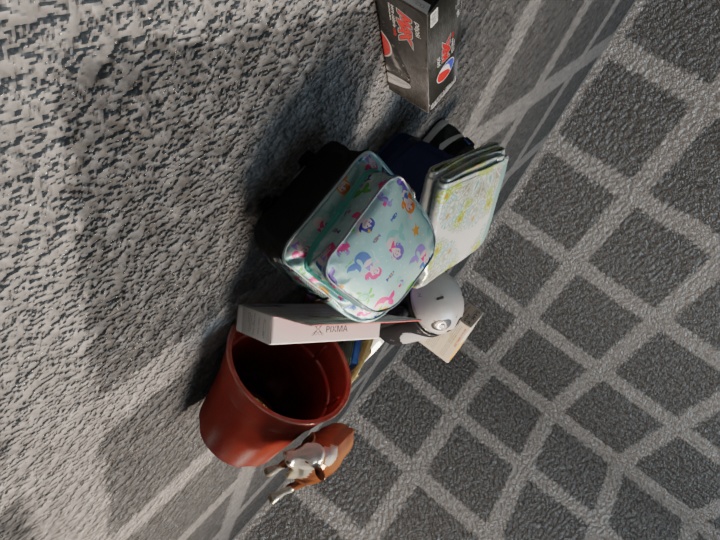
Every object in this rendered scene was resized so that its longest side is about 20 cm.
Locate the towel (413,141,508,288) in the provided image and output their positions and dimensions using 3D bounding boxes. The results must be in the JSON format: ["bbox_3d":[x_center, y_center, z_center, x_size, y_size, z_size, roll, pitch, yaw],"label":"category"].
[{"bbox_3d":[0.145,-0.085,0.814,0.171,0.048,0.200,-28,139,-36],"label":"towel"}]

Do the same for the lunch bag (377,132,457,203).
[{"bbox_3d":[0.065,-0.119,0.840,0.200,0.132,0.136,-48,149,-17],"label":"lunch bag"}]

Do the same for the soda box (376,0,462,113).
[{"bbox_3d":[0.068,-0.263,0.602,0.063,0.071,0.200,-52,167,-5],"label":"soda box"}]

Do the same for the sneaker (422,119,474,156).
[{"bbox_3d":[0.134,-0.173,0.967,0.200,0.112,0.073,-51,166,-6],"label":"sneaker"}]

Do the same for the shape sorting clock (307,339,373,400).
[{"bbox_3d":[-0.031,0.155,0.920,0.200,0.039,0.200,-47,-162,21],"label":"shape sorting clock"}]

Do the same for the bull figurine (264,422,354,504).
[{"bbox_3d":[-0.073,0.276,0.777,0.121,0.065,0.200,-32,166,15],"label":"bull figurine"}]

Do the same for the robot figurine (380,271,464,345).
[{"bbox_3d":[0.097,0.072,0.986,0.200,0.125,0.150,-22,-148,43],"label":"robot figurine"}]

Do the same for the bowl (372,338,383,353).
[{"bbox_3d":[-0.023,0.142,1.143,0.201,0.090,0.201,-39,160,-17],"label":"bowl"}]

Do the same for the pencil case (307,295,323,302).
[{"bbox_3d":[0.000,0.000,0.897,0.200,0.084,0.086,-14,149,-41],"label":"pencil case"}]

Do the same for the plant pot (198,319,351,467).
[{"bbox_3d":[-0.149,0.195,0.828,0.195,0.201,0.201,-51,170,34],"label":"plant pot"}]

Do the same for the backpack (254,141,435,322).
[{"bbox_3d":[-0.002,-0.033,0.645,0.178,0.150,0.200,-52,139,-10],"label":"backpack"}]

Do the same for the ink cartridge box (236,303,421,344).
[{"bbox_3d":[-0.044,0.078,0.750,0.200,0.176,0.045,3,94,-42],"label":"ink cartridge box"}]

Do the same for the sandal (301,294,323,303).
[{"bbox_3d":[-0.048,0.041,0.959,0.200,0.080,0.054,-59,-172,2],"label":"sandal"}]

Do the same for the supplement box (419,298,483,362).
[{"bbox_3d":[0.154,0.092,1.191,0.074,0.200,0.126,-38,159,-46],"label":"supplement box"}]
